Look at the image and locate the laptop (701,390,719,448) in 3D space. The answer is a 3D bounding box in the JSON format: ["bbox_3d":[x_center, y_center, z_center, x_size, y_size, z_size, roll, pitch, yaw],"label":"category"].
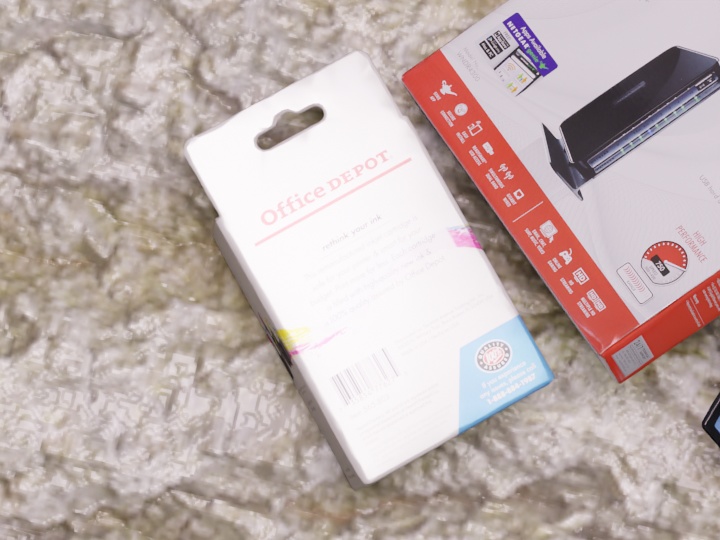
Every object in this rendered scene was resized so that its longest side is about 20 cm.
[{"bbox_3d":[0.295,0.064,1.307,0.200,0.103,0.177,33,82,-1],"label":"laptop"}]

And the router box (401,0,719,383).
[{"bbox_3d":[0.147,-0.073,1.283,0.179,0.049,0.200,-36,61,2],"label":"router box"}]

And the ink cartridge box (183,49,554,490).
[{"bbox_3d":[0.000,0.000,1.305,0.115,0.068,0.200,-29,87,-8],"label":"ink cartridge box"}]
